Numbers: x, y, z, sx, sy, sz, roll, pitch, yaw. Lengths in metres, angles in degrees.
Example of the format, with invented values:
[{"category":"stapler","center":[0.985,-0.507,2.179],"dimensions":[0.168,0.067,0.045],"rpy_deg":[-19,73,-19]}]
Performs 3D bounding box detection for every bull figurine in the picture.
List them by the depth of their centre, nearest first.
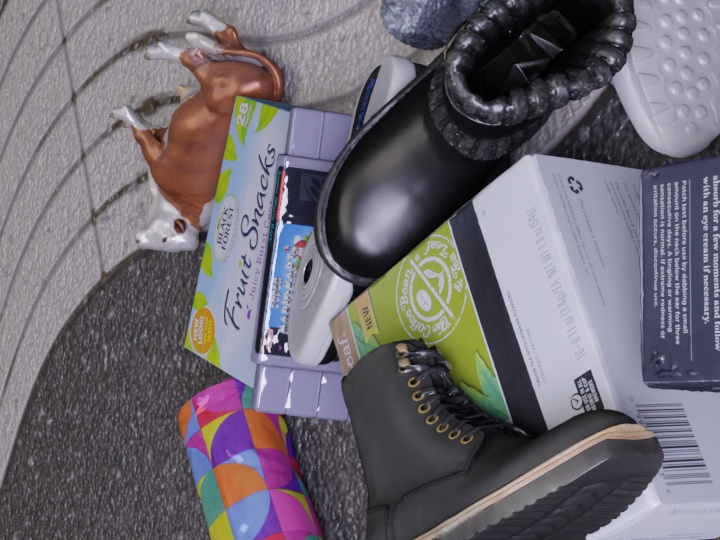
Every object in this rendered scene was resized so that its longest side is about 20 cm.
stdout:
[{"category":"bull figurine","center":[-0.138,-0.109,1.216],"dimensions":[0.121,0.065,0.200],"rpy_deg":[43,116,8]}]

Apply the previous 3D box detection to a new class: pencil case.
[{"category":"pencil case","center":[-0.073,0.177,1.096],"dimensions":[0.088,0.088,0.201],"rpy_deg":[-48,50,38]}]

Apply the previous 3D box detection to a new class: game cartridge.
[{"category":"game cartridge","center":[0.000,0.000,0.987],"dimensions":[0.038,0.129,0.201],"rpy_deg":[-161,78,-75]}]

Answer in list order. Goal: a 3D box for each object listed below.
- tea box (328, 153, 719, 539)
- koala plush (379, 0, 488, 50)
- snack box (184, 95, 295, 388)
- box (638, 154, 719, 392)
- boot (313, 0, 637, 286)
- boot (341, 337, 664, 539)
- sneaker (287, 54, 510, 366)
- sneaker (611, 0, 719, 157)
[{"category":"tea box","center":[0.107,0.074,0.832],"dimensions":[0.197,0.133,0.201],"rpy_deg":[-42,55,42]},{"category":"koala plush","center":[0.011,-0.264,0.945],"dimensions":[0.184,0.199,0.178],"rpy_deg":[-42,54,41]},{"category":"snack box","center":[-0.044,-0.013,1.093],"dimensions":[0.168,0.067,0.201],"rpy_deg":[25,103,51]},{"category":"box","center":[0.243,0.001,0.656],"dimensions":[0.200,0.148,0.105],"rpy_deg":[-8,78,50]},{"category":"boot","center":[0.053,-0.076,0.817],"dimensions":[0.211,0.079,0.158],"rpy_deg":[-53,8,2]},{"category":"boot","center":[0.051,0.075,0.740],"dimensions":[0.200,0.077,0.139],"rpy_deg":[-39,54,42]},{"category":"sneaker","center":[0.034,-0.023,0.940],"dimensions":[0.201,0.111,0.073],"rpy_deg":[-71,21,7]},{"category":"sneaker","center":[0.157,-0.148,0.859],"dimensions":[0.081,0.076,0.201],"rpy_deg":[134,133,-54]}]
